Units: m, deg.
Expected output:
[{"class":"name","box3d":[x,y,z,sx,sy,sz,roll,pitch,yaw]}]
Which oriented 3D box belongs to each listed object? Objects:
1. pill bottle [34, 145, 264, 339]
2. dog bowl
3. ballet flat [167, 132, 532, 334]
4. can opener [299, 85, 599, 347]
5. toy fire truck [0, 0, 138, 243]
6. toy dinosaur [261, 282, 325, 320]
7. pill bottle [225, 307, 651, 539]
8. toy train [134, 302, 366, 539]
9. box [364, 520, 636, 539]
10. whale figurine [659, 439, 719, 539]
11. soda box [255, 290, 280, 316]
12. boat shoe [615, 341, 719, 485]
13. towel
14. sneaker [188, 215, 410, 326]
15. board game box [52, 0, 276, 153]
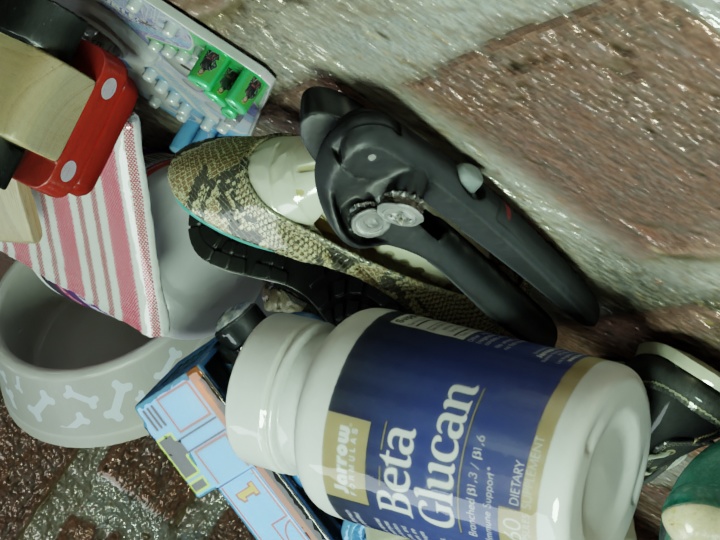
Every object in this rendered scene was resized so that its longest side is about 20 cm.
[{"class":"pill bottle","box3d":[-0.152,-0.027,1.406,0.111,0.112,0.200,39,167,-33]},{"class":"dog bowl","box3d":[-0.168,0.028,1.498,0.200,0.200,0.059,22,148,41]},{"class":"ballet flat","box3d":[0.001,-0.029,1.119,0.199,0.068,0.075,26,145,-10]},{"class":"can opener","box3d":[0.050,-0.021,1.049,0.063,0.079,0.200,-29,130,34]},{"class":"toy fire truck","box3d":[-0.196,-0.081,1.175,0.175,0.129,0.200,25,179,28]},{"class":"toy dinosaur","box3d":[0.006,0.057,1.319,0.199,0.089,0.047,17,179,29]},{"class":"pill bottle","box3d":[0.036,0.081,1.097,0.199,0.112,0.111,12,161,28]},{"class":"toy train","box3d":[-0.035,0.114,1.277,0.114,0.087,0.200,-32,99,31]},{"class":"box","box3d":[0.079,0.116,1.251,0.077,0.096,0.200,-18,163,27]},{"class":"whale figurine","box3d":[0.221,0.109,1.049,0.158,0.104,0.200,7,150,-9]},{"class":"soda box","box3d":[0.004,0.041,1.396,0.199,0.064,0.068,26,168,30]},{"class":"boat shoe","box3d":[0.156,0.084,1.156,0.072,0.068,0.200,32,167,-3]},{"class":"towel","box3d":[-0.182,-0.059,1.282,0.200,0.030,0.147,28,136,38]},{"class":"sneaker","box3d":[0.000,0.000,1.261,0.200,0.076,0.087,30,-176,32]},{"class":"board game box","box3d":[-0.144,-0.127,1.171,0.199,0.026,0.200,33,169,-2]}]
